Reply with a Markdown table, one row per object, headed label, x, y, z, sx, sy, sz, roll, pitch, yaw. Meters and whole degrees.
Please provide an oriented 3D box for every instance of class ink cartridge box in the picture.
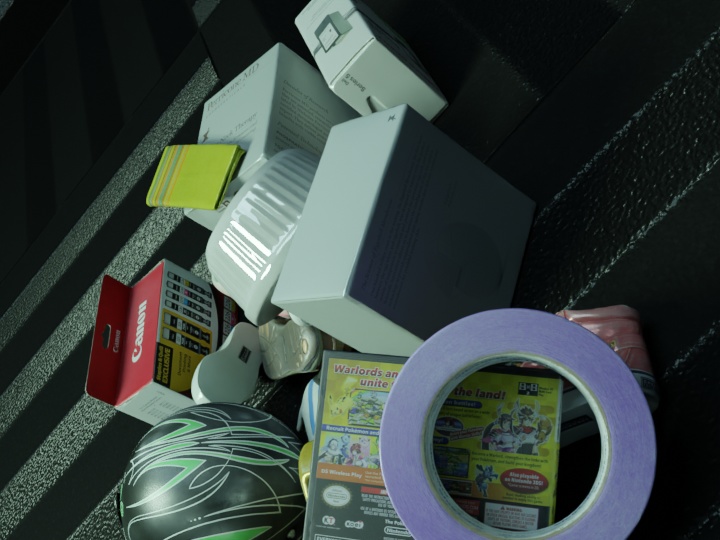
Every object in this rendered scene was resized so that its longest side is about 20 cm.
| label | x | y | z | sx | sy | sz | roll | pitch | yaw |
| --- | --- | --- | --- | --- | --- | --- | --- | --- | --- |
| ink cartridge box | 0.012 | -0.266 | 1.238 | 0.084 | 0.145 | 0.200 | -45 | 37 | 16 |
| ink cartridge box | -0.251 | 0.096 | 1.264 | 0.084 | 0.175 | 0.201 | -35 | 41 | 30 |

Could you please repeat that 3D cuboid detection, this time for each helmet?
| label | x | y | z | sx | sy | sz | roll | pitch | yaw |
| --- | --- | --- | --- | --- | --- | --- | --- | --- | --- |
| helmet | -0.151 | 0.234 | 1.039 | 0.191 | 0.199 | 0.201 | -52 | 31 | 39 |

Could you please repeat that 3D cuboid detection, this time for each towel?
| label | x | y | z | sx | sy | sz | roll | pitch | yaw |
| --- | --- | --- | --- | --- | --- | --- | --- | --- | --- |
| towel | -0.212 | -0.118 | 1.231 | 0.200 | 0.018 | 0.086 | 9 | 78 | 54 |

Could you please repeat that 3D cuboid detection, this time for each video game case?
| label | x | y | z | sx | sy | sz | roll | pitch | yaw |
| --- | --- | --- | --- | --- | --- | --- | --- | --- | --- |
| video game case | 0.058 | 0.163 | 0.787 | 0.199 | 0.026 | 0.182 | 4 | 81 | 13 |

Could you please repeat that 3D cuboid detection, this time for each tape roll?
| label | x | y | z | sx | sy | sz | roll | pitch | yaw |
| --- | --- | --- | --- | --- | --- | --- | --- | --- | --- |
| tape roll | 0.117 | 0.132 | 0.732 | 0.199 | 0.066 | 0.201 | -2 | 81 | 10 |

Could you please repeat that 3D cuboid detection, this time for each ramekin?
| label | x | y | z | sx | sy | sz | roll | pitch | yaw |
| --- | --- | --- | --- | --- | --- | --- | --- | --- | --- |
| ramekin | -0.086 | -0.045 | 1.083 | 0.203 | 0.094 | 0.202 | -51 | -7 | -9 |

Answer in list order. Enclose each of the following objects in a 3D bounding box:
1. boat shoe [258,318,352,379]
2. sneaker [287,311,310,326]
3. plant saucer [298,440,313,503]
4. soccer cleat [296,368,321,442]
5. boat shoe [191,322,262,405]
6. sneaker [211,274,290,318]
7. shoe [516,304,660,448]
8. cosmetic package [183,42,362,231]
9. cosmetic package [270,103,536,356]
| label | x | y | z | sx | sy | sz | roll | pitch | yaw |
| --- | --- | --- | --- | --- | --- | --- | --- | --- | --- |
| boat shoe | -0.066 | 0.089 | 1.136 | 0.200 | 0.072 | 0.076 | 177 | 88 | -66 |
| sneaker | 0.000 | 0.000 | 1.070 | 0.080 | 0.074 | 0.200 | -11 | 22 | 35 |
| plant saucer | 0.028 | 0.225 | 0.851 | 0.200 | 0.048 | 0.201 | -29 | 73 | 36 |
| soccer cleat | -0.008 | 0.175 | 1.005 | 0.200 | 0.070 | 0.087 | 34 | 102 | 61 |
| boat shoe | -0.164 | 0.131 | 1.181 | 0.064 | 0.071 | 0.200 | -47 | 4 | 19 |
| sneaker | -0.114 | 0.010 | 1.223 | 0.200 | 0.105 | 0.076 | -4 | 60 | 49 |
| shoe | 0.160 | 0.100 | 0.846 | 0.200 | 0.071 | 0.091 | -25 | 45 | 31 |
| cosmetic package | -0.107 | -0.146 | 1.276 | 0.167 | 0.166 | 0.201 | -30 | 43 | 37 |
| cosmetic package | 0.047 | -0.020 | 0.959 | 0.123 | 0.200 | 0.200 | -6 | 59 | 49 |
